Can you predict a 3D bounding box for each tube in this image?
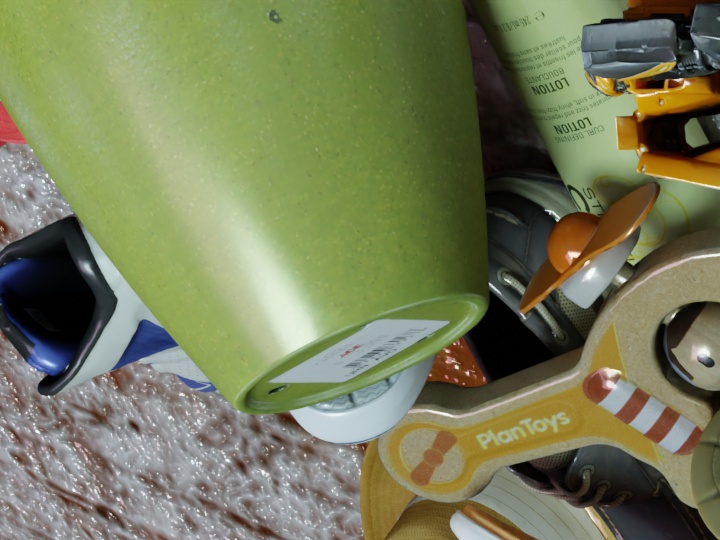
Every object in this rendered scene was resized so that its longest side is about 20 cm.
[{"bbox_3d":[0.104,-0.031,0.849,0.201,0.052,0.058,59,175,-22],"label":"tube"}]

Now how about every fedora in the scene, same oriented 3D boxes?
[{"bbox_3d":[0.051,0.158,1.050,0.200,0.082,0.202,29,140,28],"label":"fedora"}]

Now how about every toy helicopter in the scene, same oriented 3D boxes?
[{"bbox_3d":[0.084,0.035,0.831,0.199,0.079,0.133,-20,118,33],"label":"toy helicopter"}]

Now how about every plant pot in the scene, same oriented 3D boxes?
[{"bbox_3d":[-0.034,-0.062,0.800,0.187,0.186,0.201,-46,63,56],"label":"plant pot"}]

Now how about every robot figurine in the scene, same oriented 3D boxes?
[{"bbox_3d":[0.158,-0.051,0.654,0.198,0.145,0.059,0,92,20],"label":"robot figurine"}]

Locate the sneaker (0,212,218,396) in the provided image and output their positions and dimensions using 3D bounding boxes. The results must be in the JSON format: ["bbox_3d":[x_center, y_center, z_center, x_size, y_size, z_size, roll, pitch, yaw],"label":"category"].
[{"bbox_3d":[-0.103,0.007,1.019,0.081,0.114,0.200,63,169,16],"label":"sneaker"}]

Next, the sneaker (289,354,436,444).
[{"bbox_3d":[0.000,0.000,0.906,0.072,0.201,0.071,-11,131,8],"label":"sneaker"}]

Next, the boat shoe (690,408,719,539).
[{"bbox_3d":[0.195,0.025,0.727,0.066,0.200,0.072,32,-156,-47],"label":"boat shoe"}]

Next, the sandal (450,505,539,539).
[{"bbox_3d":[0.132,0.125,0.864,0.206,0.060,0.079,30,-178,-10],"label":"sandal"}]

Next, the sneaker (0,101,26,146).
[{"bbox_3d":[-0.143,-0.098,1.063,0.085,0.077,0.200,48,154,-16],"label":"sneaker"}]

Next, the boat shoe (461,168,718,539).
[{"bbox_3d":[0.086,0.059,0.928,0.074,0.073,0.201,-15,109,54],"label":"boat shoe"}]
